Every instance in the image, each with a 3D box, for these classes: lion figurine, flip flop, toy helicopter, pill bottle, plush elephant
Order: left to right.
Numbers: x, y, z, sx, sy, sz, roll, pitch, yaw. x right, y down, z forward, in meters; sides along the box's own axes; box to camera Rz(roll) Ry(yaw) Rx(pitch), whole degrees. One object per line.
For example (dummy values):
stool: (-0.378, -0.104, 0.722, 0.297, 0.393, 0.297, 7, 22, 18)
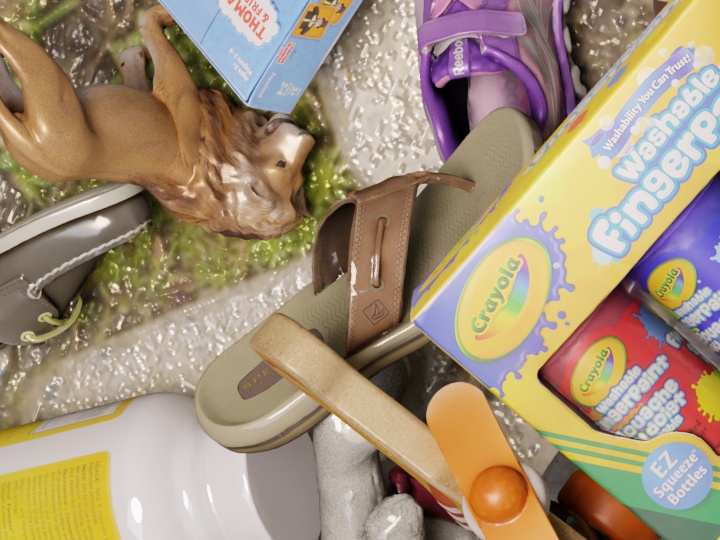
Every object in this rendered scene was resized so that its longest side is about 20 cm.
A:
lion figurine: (-0.119, -0.069, 1.294, 0.072, 0.200, 0.123, -46, 56, 44)
pill bottle: (-0.124, 0.124, 1.362, 0.200, 0.112, 0.112, -14, 95, 25)
flip flop: (0.000, 0.000, 1.190, 0.200, 0.081, 0.058, -38, 125, 7)
toy helicopter: (0.036, 0.085, 1.119, 0.200, 0.132, 0.079, 37, 86, 2)
plush elephant: (0.062, 0.134, 1.265, 0.154, 0.165, 0.201, -2, 90, 4)

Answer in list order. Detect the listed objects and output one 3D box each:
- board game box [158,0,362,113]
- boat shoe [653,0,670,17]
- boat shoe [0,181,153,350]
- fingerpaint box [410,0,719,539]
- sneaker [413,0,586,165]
board game box: (-0.032, -0.199, 1.269, 0.151, 0.037, 0.200, 50, 116, 33)
boat shoe: (0.223, -0.113, 1.196, 0.200, 0.072, 0.072, 0, 112, 24)
boat shoe: (-0.177, 0.012, 1.385, 0.201, 0.072, 0.060, -27, 89, 31)
fingerpaint box: (0.146, -0.005, 1.117, 0.167, 0.073, 0.200, 41, 99, -5)
sneaker: (0.055, -0.120, 1.251, 0.080, 0.088, 0.201, -11, 95, 25)
